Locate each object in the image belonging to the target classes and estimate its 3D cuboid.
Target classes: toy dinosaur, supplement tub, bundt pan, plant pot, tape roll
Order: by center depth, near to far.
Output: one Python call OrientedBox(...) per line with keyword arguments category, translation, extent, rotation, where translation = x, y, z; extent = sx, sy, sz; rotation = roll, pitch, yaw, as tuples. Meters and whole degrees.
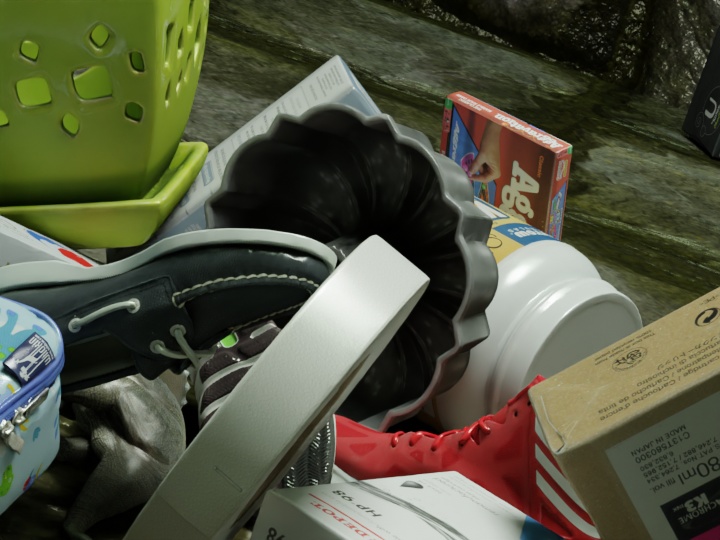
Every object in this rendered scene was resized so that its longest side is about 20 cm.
OrientedBox(category="tape roll", translation=(-0.042, 0.071, 1.173), extent=(0.037, 0.203, 0.203), rotation=(39, 16, 4))
OrientedBox(category="toy dinosaur", translation=(-0.127, 0.077, 1.285), extent=(0.102, 0.077, 0.200), rotation=(21, 15, -20))
OrientedBox(category="bundt pan", translation=(0.000, 0.000, 1.490), extent=(0.201, 0.203, 0.076), rotation=(27, 16, 30))
OrientedBox(category="plant pot", translation=(-0.194, -0.114, 1.507), extent=(0.198, 0.183, 0.199), rotation=(-2, 15, 6))
OrientedBox(category="supplement tub", translation=(0.068, 0.030, 1.584), extent=(0.199, 0.146, 0.144), rotation=(29, 17, 37))

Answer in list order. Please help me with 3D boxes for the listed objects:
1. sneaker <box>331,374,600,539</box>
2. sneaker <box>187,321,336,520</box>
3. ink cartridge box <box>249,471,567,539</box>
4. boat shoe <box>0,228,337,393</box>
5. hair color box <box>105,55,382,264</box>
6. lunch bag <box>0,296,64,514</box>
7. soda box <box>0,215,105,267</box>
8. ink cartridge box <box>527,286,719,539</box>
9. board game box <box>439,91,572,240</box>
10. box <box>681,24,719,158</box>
OrientedBox(category="sneaker", translation=(0.065, 0.098, 1.382), extent=(0.199, 0.116, 0.078), rotation=(25, 15, 25))
OrientedBox(category="sneaker", translation=(-0.055, 0.081, 1.401), extent=(0.075, 0.116, 0.201), rotation=(-22, 53, -2))
OrientedBox(category="ink cartridge box", translation=(0.021, 0.157, 1.199), extent=(0.115, 0.067, 0.199), rotation=(29, 17, 33))
OrientedBox(category="boat shoe", translation=(-0.102, 0.026, 1.201), extent=(0.199, 0.061, 0.076), rotation=(-12, -28, 28))
OrientedBox(category="hair color box", translation=(-0.072, -0.048, 1.599), extent=(0.061, 0.199, 0.099), rotation=(52, 5, -17))
OrientedBox(category="lunch bag", translation=(-0.248, 0.057, 1.143), extent=(0.199, 0.083, 0.161), rotation=(23, 36, 18))
OrientedBox(category="soda box", translation=(-0.205, 0.006, 1.389), extent=(0.068, 0.064, 0.200), rotation=(31, 3, 41))
OrientedBox(category="ink cartridge box", translation=(0.209, 0.091, 1.243), extent=(0.165, 0.199, 0.075), rotation=(59, 6, -25))
OrientedBox(category="board game box", translation=(0.090, -0.011, 1.670), extent=(0.103, 0.201, 0.019), rotation=(28, 36, 36))
OrientedBox(category="box", translation=(0.528, -0.200, 3.069), extent=(0.199, 0.150, 0.124), rotation=(15, 16, -17))
